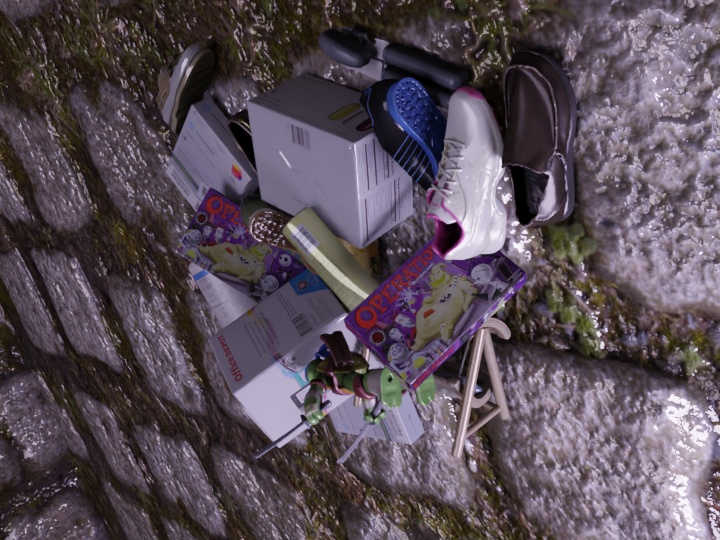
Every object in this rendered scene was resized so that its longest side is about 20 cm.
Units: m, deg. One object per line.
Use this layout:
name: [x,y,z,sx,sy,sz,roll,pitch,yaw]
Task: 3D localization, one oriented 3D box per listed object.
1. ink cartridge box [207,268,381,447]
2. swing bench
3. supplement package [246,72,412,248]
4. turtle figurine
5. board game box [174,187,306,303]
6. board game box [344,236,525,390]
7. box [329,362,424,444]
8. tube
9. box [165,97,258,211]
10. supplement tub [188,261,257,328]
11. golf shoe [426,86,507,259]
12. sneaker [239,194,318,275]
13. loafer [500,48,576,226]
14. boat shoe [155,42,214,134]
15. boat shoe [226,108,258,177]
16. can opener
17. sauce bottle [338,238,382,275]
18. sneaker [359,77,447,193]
ink cartridge box: [-0.100,0.130,1.257,0.147,0.199,0.147,58,175,-38]
swing bench: [0.094,0.114,1.145,0.198,0.129,0.202,22,127,39]
supplement package: [-0.039,-0.151,1.104,0.199,0.111,0.157,26,136,34]
turtle figurine: [-0.004,0.183,1.084,0.193,0.201,0.144,-12,137,46]
board game box: [-0.185,-0.030,1.330,0.199,0.121,0.032,31,-176,1]
board game box: [0.092,0.037,1.009,0.120,0.200,0.032,40,164,28]
box: [0.003,0.207,1.394,0.199,0.041,0.157,-5,113,50]
tube: [-0.020,0.007,1.078,0.200,0.052,0.058,49,-178,6]
box: [-0.246,-0.167,1.384,0.156,0.041,0.200,51,145,6]
supplement tub: [-0.193,0.045,1.421,0.132,0.132,0.201,-22,100,54]
golf shoe: [0.115,-0.102,0.935,0.075,0.091,0.202,25,130,54]
sneaker: [-0.099,-0.058,1.234,0.067,0.199,0.090,-55,41,9]
loafer: [0.188,-0.133,0.885,0.073,0.071,0.202,11,125,45]
boat shoe: [-0.289,-0.298,1.316,0.068,0.075,0.200,47,145,3]
boat shoe: [-0.132,-0.154,1.255,0.072,0.059,0.201,-21,100,53]
can opener: [0.038,-0.241,0.991,0.199,0.066,0.053,28,136,27]
sauce bottle: [0.000,0.000,1.218,0.064,0.065,0.202,23,135,37]
sneaker: [0.074,-0.146,0.992,0.078,0.070,0.201,11,143,53]
